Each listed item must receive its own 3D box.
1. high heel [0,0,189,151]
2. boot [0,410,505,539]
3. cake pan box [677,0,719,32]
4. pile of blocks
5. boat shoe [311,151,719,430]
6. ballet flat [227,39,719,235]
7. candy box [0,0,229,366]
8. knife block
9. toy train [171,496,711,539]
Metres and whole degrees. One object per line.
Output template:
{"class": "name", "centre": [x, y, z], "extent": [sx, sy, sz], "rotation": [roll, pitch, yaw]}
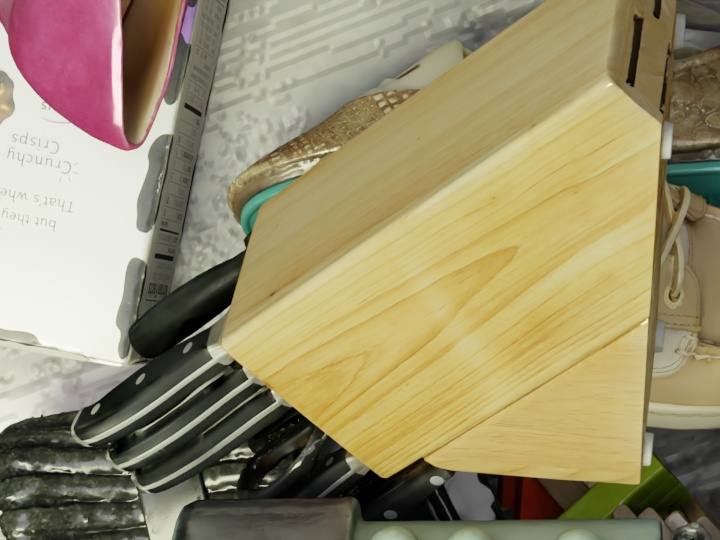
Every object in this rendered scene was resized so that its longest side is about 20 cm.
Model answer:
{"class": "high heel", "centre": [-0.050, -0.135, 0.801], "extent": [0.096, 0.067, 0.200], "rotation": [49, 113, 30]}
{"class": "boot", "centre": [-0.020, 0.125, 0.894], "extent": [0.158, 0.079, 0.211], "rotation": [-23, 80, -1]}
{"class": "cake pan box", "centre": [0.066, -0.118, 0.805], "extent": [0.184, 0.200, 0.052], "rotation": [16, 92, -21]}
{"class": "pile of blocks", "centre": [0.105, 0.116, 0.884], "extent": [0.062, 0.082, 0.200], "rotation": [-42, 87, 3]}
{"class": "boat shoe", "centre": [0.073, 0.000, 0.849], "extent": [0.200, 0.069, 0.074], "rotation": [4, 52, -3]}
{"class": "ballet flat", "centre": [0.055, -0.045, 0.907], "extent": [0.200, 0.071, 0.065], "rotation": [-3, 62, 2]}
{"class": "candy box", "centre": [-0.134, -0.080, 0.909], "extent": [0.168, 0.072, 0.200], "rotation": [12, 90, 4]}
{"class": "knife block", "centre": [0.000, 0.000, 0.777], "extent": [0.175, 0.064, 0.200], "rotation": [5, 133, 7]}
{"class": "toy train", "centre": [0.030, 0.122, 0.791], "extent": [0.200, 0.085, 0.114], "rotation": [0, 123, 8]}
